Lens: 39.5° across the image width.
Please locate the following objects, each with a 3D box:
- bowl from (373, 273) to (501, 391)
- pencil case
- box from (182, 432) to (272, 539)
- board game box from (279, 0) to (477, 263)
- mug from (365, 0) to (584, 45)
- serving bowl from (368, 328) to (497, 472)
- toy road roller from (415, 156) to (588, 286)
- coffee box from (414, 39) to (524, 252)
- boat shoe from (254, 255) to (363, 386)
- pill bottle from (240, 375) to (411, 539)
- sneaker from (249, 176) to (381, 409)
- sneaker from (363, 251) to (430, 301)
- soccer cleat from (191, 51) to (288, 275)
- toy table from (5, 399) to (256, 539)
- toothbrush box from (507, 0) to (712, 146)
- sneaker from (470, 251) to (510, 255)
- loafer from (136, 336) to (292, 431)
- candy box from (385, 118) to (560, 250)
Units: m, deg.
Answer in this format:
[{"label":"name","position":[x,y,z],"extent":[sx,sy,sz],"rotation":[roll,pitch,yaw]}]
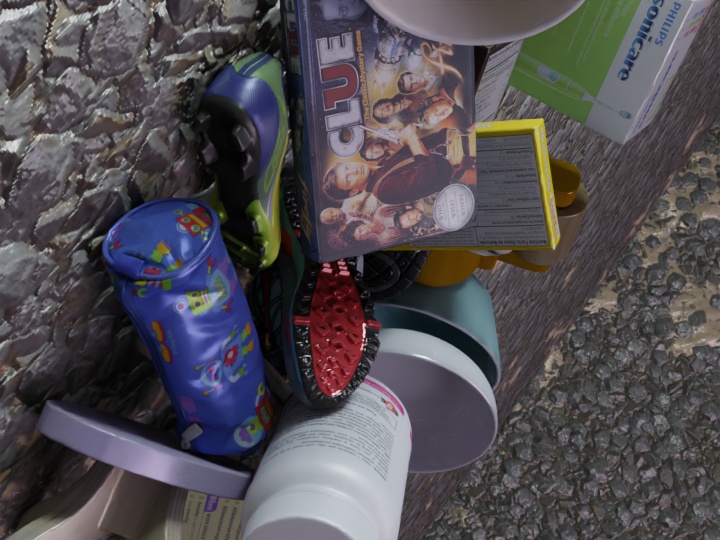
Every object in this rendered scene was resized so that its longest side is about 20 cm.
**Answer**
[{"label":"bowl","position":[0.071,0.055,1.129],"extent":[0.201,0.200,0.105],"rotation":[93,15,-56]},{"label":"pencil case","position":[-0.116,0.048,0.704],"extent":[0.087,0.078,0.201],"rotation":[-51,144,-38]},{"label":"box","position":[-0.083,0.223,0.941],"extent":[0.097,0.199,0.177],"rotation":[-91,-165,-51]},{"label":"board game box","position":[0.016,-0.116,0.709],"extent":[0.135,0.035,0.201],"rotation":[-14,114,-23]},{"label":"mug","position":[0.068,-0.254,0.603],"extent":[0.187,0.148,0.154],"rotation":[58,34,-60]},{"label":"serving bowl","position":[0.043,0.124,1.027],"extent":[0.201,0.199,0.066],"rotation":[102,2,-47]},{"label":"toy road roller","position":[0.127,-0.047,1.052],"extent":[0.123,0.199,0.146],"rotation":[98,11,-49]},{"label":"coffee box","position":[0.047,-0.133,0.844],"extent":[0.080,0.113,0.201],"rotation":[-39,154,-47]},{"label":"boat shoe","position":[-0.057,0.057,0.902],"extent":[0.071,0.090,0.201],"rotation":[-73,179,-50]},{"label":"pill bottle","position":[-0.024,0.165,0.743],"extent":[0.200,0.113,0.114],"rotation":[-70,-174,-69]},{"label":"sneaker","position":[-0.043,0.028,0.802],"extent":[0.079,0.201,0.096],"rotation":[15,140,-29]},{"label":"sneaker","position":[0.000,0.000,0.977],"extent":[0.200,0.076,0.091],"rotation":[-38,-174,34]},{"label":"soccer cleat","position":[-0.075,-0.070,0.724],"extent":[0.084,0.064,0.201],"rotation":[-57,165,-30]},{"label":"toy table","position":[-0.169,0.178,0.735],"extent":[0.200,0.183,0.118],"rotation":[31,79,-42]},{"label":"toothbrush box","position":[0.200,-0.233,0.929],"extent":[0.086,0.199,0.146],"rotation":[-33,150,-48]},{"label":"sneaker","position":[0.107,-0.110,0.928],"extent":[0.075,0.201,0.088],"rotation":[-25,-167,-12]},{"label":"loafer","position":[-0.111,0.088,0.834],"extent":[0.063,0.072,0.200],"rotation":[-40,134,-3]},{"label":"candy box","position":[0.056,-0.066,0.806],"extent":[0.026,0.199,0.103],"rotation":[-51,134,-50]}]
